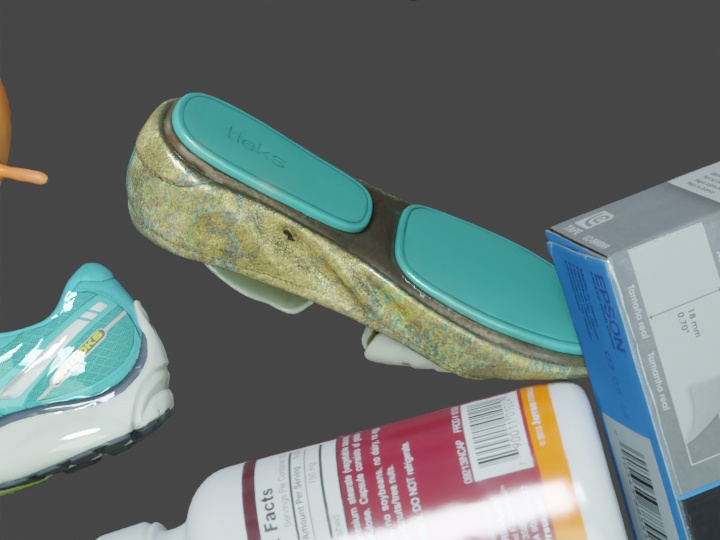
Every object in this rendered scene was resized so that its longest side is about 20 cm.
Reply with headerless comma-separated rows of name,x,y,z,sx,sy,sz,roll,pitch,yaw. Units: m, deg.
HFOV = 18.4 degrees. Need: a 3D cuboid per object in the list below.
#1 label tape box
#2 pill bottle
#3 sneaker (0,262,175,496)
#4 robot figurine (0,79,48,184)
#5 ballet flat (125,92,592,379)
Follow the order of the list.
label tape box,0.186,0.021,0.834,0.200,0.063,0.144,-21,105,-12
pill bottle,0.004,0.119,0.863,0.200,0.113,0.113,-15,104,5
sneaker,-0.173,0.060,0.879,0.200,0.078,0.080,-22,84,0
robot figurine,-0.214,-0.063,0.816,0.200,0.117,0.144,33,87,-7
ballet flat,0.000,0.000,0.862,0.200,0.071,0.071,27,103,-7
